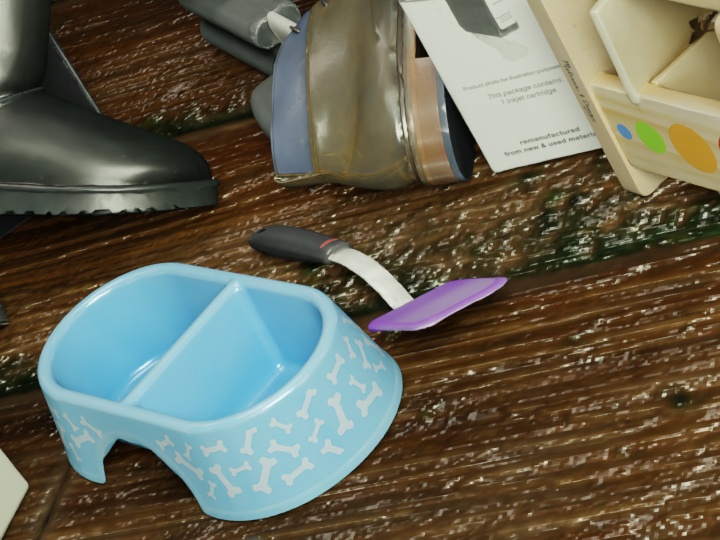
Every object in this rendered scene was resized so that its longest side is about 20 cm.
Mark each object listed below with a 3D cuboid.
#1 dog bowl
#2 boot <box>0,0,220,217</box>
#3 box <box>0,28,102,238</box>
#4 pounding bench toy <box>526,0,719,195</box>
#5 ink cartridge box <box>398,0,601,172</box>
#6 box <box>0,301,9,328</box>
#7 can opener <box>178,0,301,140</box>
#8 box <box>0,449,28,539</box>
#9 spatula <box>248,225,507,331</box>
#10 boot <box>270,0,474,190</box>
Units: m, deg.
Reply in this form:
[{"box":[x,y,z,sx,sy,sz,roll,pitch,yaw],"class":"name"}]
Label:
[{"box":[-0.072,0.049,1.111,0.200,0.050,0.111,9,50,47],"class":"dog bowl"},{"box":[-0.173,-0.108,1.260,0.198,0.163,0.073,0,1,3],"class":"boot"},{"box":[-0.269,-0.089,1.403,0.197,0.117,0.200,-35,33,-5],"class":"box"},{"box":[0.165,-0.129,1.016,0.124,0.200,0.156,-42,33,-18],"class":"pounding bench toy"},{"box":[0.071,-0.172,1.153,0.084,0.200,0.144,-12,36,27],"class":"ink cartridge box"},{"box":[-0.290,0.054,1.213,0.200,0.048,0.158,-28,-2,5],"class":"box"},{"box":[-0.054,-0.122,1.328,0.066,0.053,0.200,-37,32,-8],"class":"can opener"},{"box":[-0.239,0.149,1.085,0.095,0.078,0.200,-13,36,30],"class":"box"},{"box":[0.000,0.000,1.140,0.057,0.021,0.200,-27,26,-24],"class":"spatula"},{"box":[-0.004,-0.133,1.203,0.097,0.075,0.200,-10,70,15],"class":"boot"}]
